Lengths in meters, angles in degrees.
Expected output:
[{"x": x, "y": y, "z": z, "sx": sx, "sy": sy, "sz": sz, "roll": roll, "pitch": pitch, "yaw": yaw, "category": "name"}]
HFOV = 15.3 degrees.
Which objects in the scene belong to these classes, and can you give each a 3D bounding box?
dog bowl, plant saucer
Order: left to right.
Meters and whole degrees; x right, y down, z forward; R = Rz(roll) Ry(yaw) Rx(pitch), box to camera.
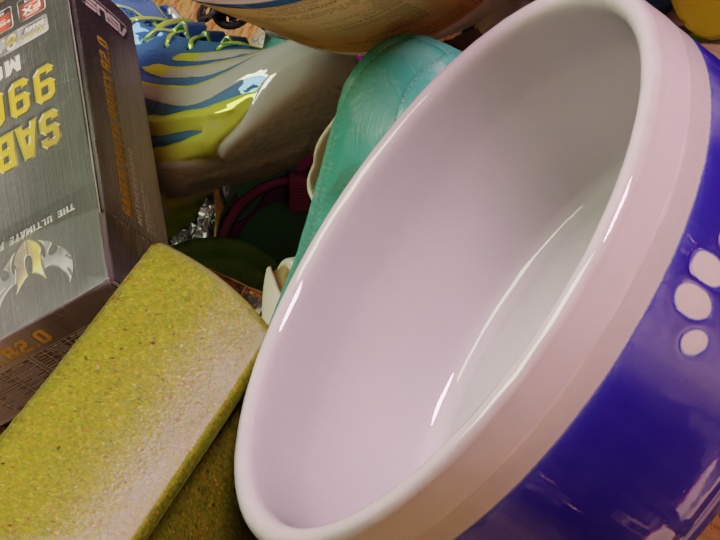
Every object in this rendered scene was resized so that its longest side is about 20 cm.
[{"x": -0.047, "y": 0.116, "z": 0.882, "sx": 0.048, "sy": 0.201, "sz": 0.200, "roll": -11, "pitch": 24, "yaw": 25, "category": "plant saucer"}, {"x": 0.050, "y": 0.016, "z": 0.821, "sx": 0.200, "sy": 0.079, "sz": 0.200, "roll": -46, "pitch": 23, "yaw": 26, "category": "dog bowl"}]

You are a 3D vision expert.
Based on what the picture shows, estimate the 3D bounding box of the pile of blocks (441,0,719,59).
[{"x": 0.110, "y": -0.061, "z": 0.948, "sx": 0.200, "sy": 0.062, "sz": 0.082, "roll": 3, "pitch": 35, "yaw": 47, "category": "pile of blocks"}]

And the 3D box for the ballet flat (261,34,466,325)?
[{"x": 0.000, "y": 0.000, "z": 0.974, "sx": 0.070, "sy": 0.067, "sz": 0.201, "roll": 54, "pitch": 133, "yaw": 43, "category": "ballet flat"}]

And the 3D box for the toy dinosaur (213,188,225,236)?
[{"x": -0.075, "y": 0.046, "z": 1.229, "sx": 0.101, "sy": 0.058, "sz": 0.201, "roll": -154, "pitch": 74, "yaw": -66, "category": "toy dinosaur"}]

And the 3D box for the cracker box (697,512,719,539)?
[{"x": 0.059, "y": 0.124, "z": 0.841, "sx": 0.134, "sy": 0.058, "sz": 0.201, "roll": -27, "pitch": 39, "yaw": 53, "category": "cracker box"}]

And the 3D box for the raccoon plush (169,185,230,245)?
[{"x": -0.124, "y": -0.031, "z": 1.299, "sx": 0.200, "sy": 0.134, "sz": 0.097, "roll": -50, "pitch": 2, "yaw": 19, "category": "raccoon plush"}]

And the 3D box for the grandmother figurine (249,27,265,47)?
[{"x": -0.004, "y": -0.161, "z": 1.352, "sx": 0.200, "sy": 0.060, "sz": 0.121, "roll": -59, "pitch": 13, "yaw": -6, "category": "grandmother figurine"}]

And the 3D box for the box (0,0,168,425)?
[{"x": -0.172, "y": -0.007, "z": 1.063, "sx": 0.200, "sy": 0.048, "sz": 0.159, "roll": -28, "pitch": 52, "yaw": 22, "category": "box"}]

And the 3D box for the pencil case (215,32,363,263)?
[{"x": -0.009, "y": -0.080, "z": 1.215, "sx": 0.093, "sy": 0.085, "sz": 0.201, "roll": 116, "pitch": 168, "yaw": -48, "category": "pencil case"}]

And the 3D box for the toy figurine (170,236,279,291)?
[{"x": -0.075, "y": 0.111, "z": 1.078, "sx": 0.200, "sy": 0.150, "sz": 0.184, "roll": -50, "pitch": 35, "yaw": 12, "category": "toy figurine"}]

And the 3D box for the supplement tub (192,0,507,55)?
[{"x": -0.012, "y": -0.153, "z": 0.937, "sx": 0.145, "sy": 0.145, "sz": 0.200, "roll": -55, "pitch": -17, "yaw": 9, "category": "supplement tub"}]

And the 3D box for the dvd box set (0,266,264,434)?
[{"x": -0.132, "y": 0.045, "z": 1.064, "sx": 0.200, "sy": 0.029, "sz": 0.147, "roll": 24, "pitch": 76, "yaw": 42, "category": "dvd box set"}]

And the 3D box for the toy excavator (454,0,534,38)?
[{"x": 0.067, "y": -0.125, "z": 1.070, "sx": 0.194, "sy": 0.100, "sz": 0.200, "roll": -29, "pitch": 31, "yaw": 51, "category": "toy excavator"}]

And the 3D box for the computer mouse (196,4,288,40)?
[{"x": -0.003, "y": -0.154, "z": 1.148, "sx": 0.141, "sy": 0.046, "sz": 0.200, "roll": -54, "pitch": 11, "yaw": -4, "category": "computer mouse"}]

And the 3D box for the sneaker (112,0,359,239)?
[{"x": -0.081, "y": -0.077, "z": 1.104, "sx": 0.200, "sy": 0.076, "sz": 0.105, "roll": -29, "pitch": 78, "yaw": 46, "category": "sneaker"}]

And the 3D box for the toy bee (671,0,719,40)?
[{"x": 0.107, "y": -0.133, "z": 0.918, "sx": 0.109, "sy": 0.200, "sz": 0.131, "roll": -38, "pitch": 49, "yaw": 37, "category": "toy bee"}]
